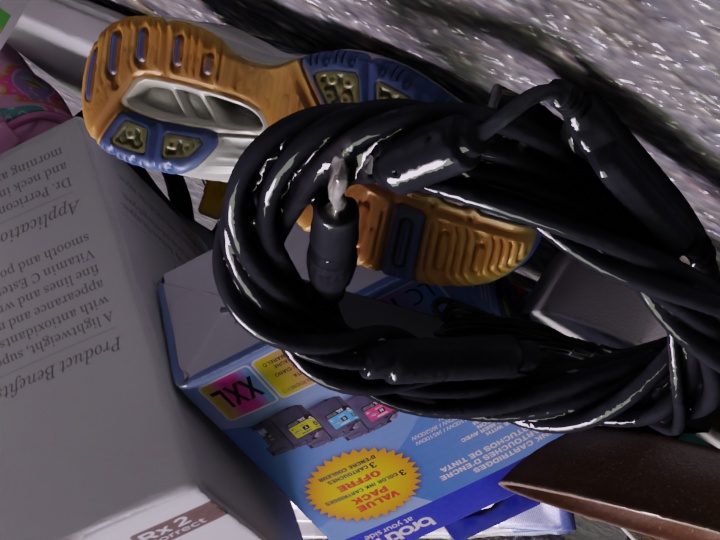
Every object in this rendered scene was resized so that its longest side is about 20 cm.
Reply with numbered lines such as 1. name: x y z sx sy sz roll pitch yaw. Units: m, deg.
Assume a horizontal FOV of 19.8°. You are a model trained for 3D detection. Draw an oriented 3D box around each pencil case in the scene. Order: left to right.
1. pencil case: -0.211 -0.089 1.096 0.087 0.088 0.200 35 -172 -43

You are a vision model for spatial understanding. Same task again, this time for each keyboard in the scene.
1. keyboard: 0.051 0.036 0.826 0.199 0.021 0.127 15 166 -16

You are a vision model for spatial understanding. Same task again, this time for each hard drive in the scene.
1. hard drive: -0.104 -0.094 1.015 0.199 0.026 0.132 25 173 35

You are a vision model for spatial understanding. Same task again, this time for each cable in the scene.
1. cable: 0.045 0.013 0.705 0.163 0.051 0.200 -19 139 28

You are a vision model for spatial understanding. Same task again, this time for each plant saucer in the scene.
1. plant saucer: 0.159 0.102 0.884 0.199 0.037 0.200 15 172 2

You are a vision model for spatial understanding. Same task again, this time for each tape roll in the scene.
1. tape roll: 0.169 0.052 0.913 0.202 0.037 0.203 30 174 3

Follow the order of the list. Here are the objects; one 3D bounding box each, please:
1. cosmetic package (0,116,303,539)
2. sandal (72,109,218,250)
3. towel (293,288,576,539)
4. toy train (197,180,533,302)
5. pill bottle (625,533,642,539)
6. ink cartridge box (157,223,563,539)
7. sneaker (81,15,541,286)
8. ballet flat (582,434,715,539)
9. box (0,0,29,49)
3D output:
1. cosmetic package: -0.146 0.071 0.989 0.165 0.164 0.201 50 -162 -63
2. sandal: -0.097 -0.035 1.149 0.076 0.043 0.200 40 174 41
3. towel: 0.017 0.080 1.133 0.199 0.148 0.024 -3 -162 23
4. toy train: 0.000 0.000 1.053 0.150 0.056 0.200 17 -174 -45
5. pill bottle: 0.261 0.182 1.195 0.199 0.112 0.112 25 173 33
6. ink cartridge box: 0.018 0.054 0.960 0.200 0.136 0.077 49 -160 -44
7. sneaker: -0.008 -0.054 0.795 0.199 0.076 0.088 25 -166 26
8. ballet flat: 0.173 0.116 1.064 0.200 0.072 0.068 15 -156 -48
9. box: -0.247 -0.140 0.943 0.112 0.102 0.200 34 172 -37
